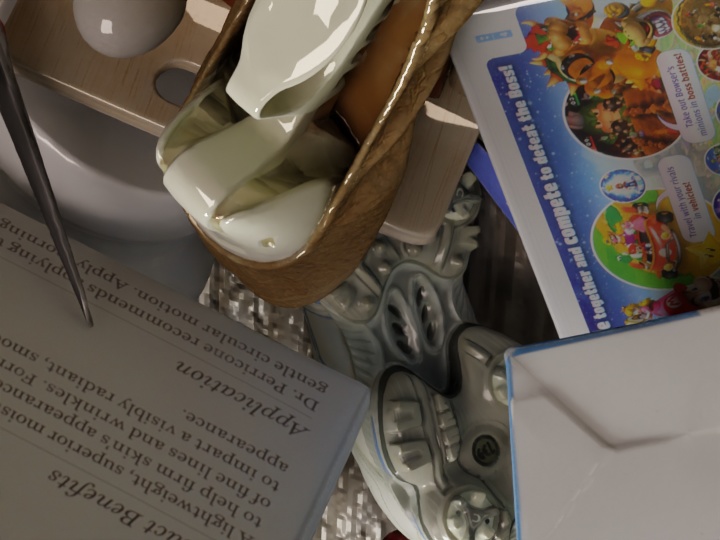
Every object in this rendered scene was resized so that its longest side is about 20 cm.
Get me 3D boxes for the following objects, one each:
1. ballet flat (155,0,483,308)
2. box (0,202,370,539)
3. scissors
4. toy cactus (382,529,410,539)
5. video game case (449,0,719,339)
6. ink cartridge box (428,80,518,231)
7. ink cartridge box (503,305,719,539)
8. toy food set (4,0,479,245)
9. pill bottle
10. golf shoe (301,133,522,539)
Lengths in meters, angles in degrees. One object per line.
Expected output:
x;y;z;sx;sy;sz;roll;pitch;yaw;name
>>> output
-0.013;-0.050;0.727;0.068;0.072;0.200;43;135;9;ballet flat
-0.131;0.093;0.848;0.199;0.131;0.200;27;130;0;box
-0.116;-0.079;0.822;0.073;0.014;0.200;-8;97;52;scissors
0.020;0.161;0.976;0.165;0.102;0.200;4;125;3;toy cactus
0.136;-0.038;0.762;0.200;0.018;0.143;-10;132;17;video game case
0.100;-0.085;0.802;0.200;0.042;0.119;-34;98;37;ink cartridge box
0.144;0.054;0.800;0.115;0.200;0.068;-12;76;35;ink cartridge box
-0.016;-0.103;0.763;0.143;0.060;0.200;24;137;0;toy food set
-0.118;0.000;0.934;0.116;0.116;0.200;41;130;3;pill bottle
0.000;0.000;0.893;0.097;0.078;0.200;-9;98;67;golf shoe
